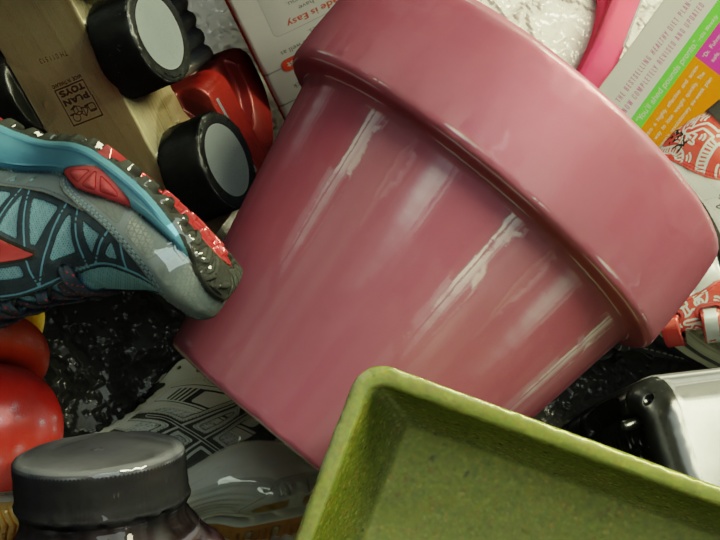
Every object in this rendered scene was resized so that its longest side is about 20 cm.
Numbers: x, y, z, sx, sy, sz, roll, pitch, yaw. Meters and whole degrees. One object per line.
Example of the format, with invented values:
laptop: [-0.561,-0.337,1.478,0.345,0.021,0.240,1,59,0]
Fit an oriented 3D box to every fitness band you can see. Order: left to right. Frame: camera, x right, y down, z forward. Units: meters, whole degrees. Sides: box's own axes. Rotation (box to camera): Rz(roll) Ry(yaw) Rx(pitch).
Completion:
fitness band: [0.084,-0.151,0.903,0.143,0.037,0.201,27,62,1]

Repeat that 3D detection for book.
book: [0.225,-0.063,0.802,0.200,0.134,0.048,43,28,16]

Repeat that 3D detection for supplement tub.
supplement tub: [-0.098,0.171,0.632,0.106,0.107,0.202,-7,97,-17]

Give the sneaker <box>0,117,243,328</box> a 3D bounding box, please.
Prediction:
sneaker: [-0.134,-0.003,0.627,0.199,0.079,0.096,19,74,35]

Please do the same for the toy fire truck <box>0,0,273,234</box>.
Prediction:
toy fire truck: [-0.115,-0.118,0.766,0.177,0.128,0.200,62,29,-20]

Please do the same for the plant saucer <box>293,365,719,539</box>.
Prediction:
plant saucer: [0.059,0.151,0.596,0.198,0.048,0.201,20,103,-5]

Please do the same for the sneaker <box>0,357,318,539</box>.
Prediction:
sneaker: [-0.097,0.088,0.736,0.198,0.076,0.088,-5,61,-27]

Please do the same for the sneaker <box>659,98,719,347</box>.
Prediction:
sneaker: [0.204,0.020,0.758,0.108,0.067,0.202,-38,77,11]

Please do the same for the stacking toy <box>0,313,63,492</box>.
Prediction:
stacking toy: [-0.176,0.013,0.705,0.084,0.086,0.201,-6,52,-17]

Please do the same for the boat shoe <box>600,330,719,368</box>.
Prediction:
boat shoe: [0.139,0.008,0.834,0.198,0.062,0.075,22,57,-22]

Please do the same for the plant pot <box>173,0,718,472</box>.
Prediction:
plant pot: [0.023,0.002,0.668,0.199,0.200,0.180,38,85,4]

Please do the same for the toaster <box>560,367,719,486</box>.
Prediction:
toaster: [0.157,0.140,0.716,0.117,0.181,0.202,-7,70,-20]

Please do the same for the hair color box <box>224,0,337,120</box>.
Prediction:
hair color box: [-0.012,-0.144,0.756,0.110,0.201,0.064,-27,54,-1]
